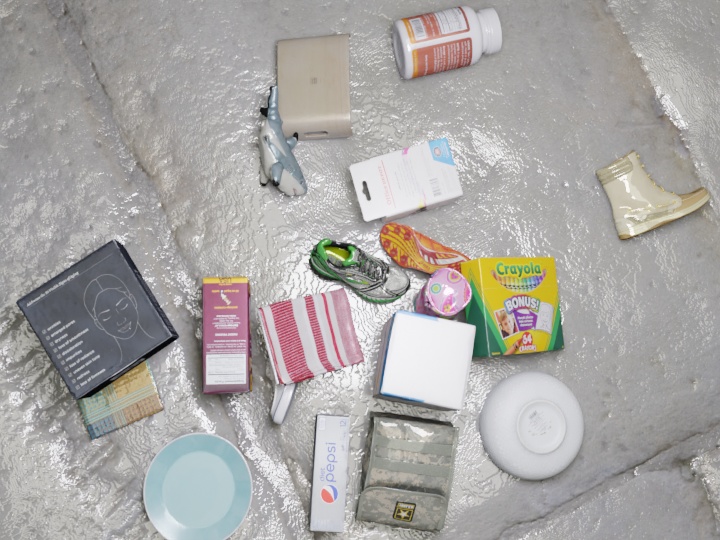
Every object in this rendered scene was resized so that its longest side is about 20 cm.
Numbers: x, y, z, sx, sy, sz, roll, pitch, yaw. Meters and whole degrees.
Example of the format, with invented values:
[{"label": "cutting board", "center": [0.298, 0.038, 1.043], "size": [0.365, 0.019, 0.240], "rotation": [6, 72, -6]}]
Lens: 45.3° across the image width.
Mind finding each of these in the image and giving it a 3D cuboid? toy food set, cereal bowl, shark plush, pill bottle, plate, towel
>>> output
[{"label": "toy food set", "center": [-0.086, -0.356, 1.668], "size": [0.140, 0.060, 0.205], "rotation": [-3, 81, 7]}, {"label": "cereal bowl", "center": [0.324, 0.288, 1.598], "size": [0.195, 0.083, 0.205], "rotation": [1, 83, -4]}, {"label": "shark plush", "center": [-0.153, -0.240, 1.630], "size": [0.082, 0.091, 0.205], "rotation": [-11, 88, -23]}, {"label": "pill bottle", "center": [0.167, -0.444, 1.667], "size": [0.196, 0.112, 0.115], "rotation": [-13, 84, -7]}, {"label": "plate", "center": [-0.292, 0.396, 1.561], "size": [0.195, 0.026, 0.205], "rotation": [1, 82, -6]}, {"label": "towel", "center": [-0.458, 0.187, 1.578], "size": [0.144, 0.022, 0.204], "rotation": [-21, 86, -7]}, {"label": "towel", "center": [-0.086, 0.117, 1.564], "size": [0.197, 0.023, 0.147], "rotation": [-11, 82, -40]}]

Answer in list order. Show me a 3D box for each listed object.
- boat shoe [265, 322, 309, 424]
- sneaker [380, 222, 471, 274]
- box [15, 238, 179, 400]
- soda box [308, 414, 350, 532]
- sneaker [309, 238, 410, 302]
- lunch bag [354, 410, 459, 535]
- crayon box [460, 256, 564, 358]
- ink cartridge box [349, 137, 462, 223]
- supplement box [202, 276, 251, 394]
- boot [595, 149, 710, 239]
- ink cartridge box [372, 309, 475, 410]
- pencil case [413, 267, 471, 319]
[{"label": "boat shoe", "center": [-0.142, 0.178, 1.585], "size": [0.064, 0.074, 0.204], "rotation": [13, 71, 0]}, {"label": "sneaker", "center": [0.124, -0.028, 1.637], "size": [0.198, 0.077, 0.074], "rotation": [30, 101, 14]}, {"label": "box", "center": [-0.456, 0.088, 1.516], "size": [0.198, 0.124, 0.199], "rotation": [-32, 89, -8]}, {"label": "soda box", "center": [-0.057, 0.364, 1.563], "size": [0.062, 0.068, 0.205], "rotation": [4, 83, -5]}, {"label": "sneaker", "center": [0.000, 0.000, 1.602], "size": [0.196, 0.085, 0.079], "rotation": [17, 69, -3]}, {"label": "lunch bag", "center": [0.081, 0.367, 1.552], "size": [0.160, 0.118, 0.205], "rotation": [9, 88, -4]}, {"label": "crayon box", "center": [0.282, 0.066, 1.591], "size": [0.197, 0.058, 0.177], "rotation": [-1, 84, -35]}, {"label": "ink cartridge box", "center": [0.083, -0.166, 1.644], "size": [0.196, 0.068, 0.118], "rotation": [-16, 84, -7]}, {"label": "supplement box", "center": [-0.240, 0.119, 1.559], "size": [0.084, 0.110, 0.205], "rotation": [-1, 83, -5]}, {"label": "boot", "center": [0.569, -0.165, 1.683], "size": [0.196, 0.073, 0.158], "rotation": [-22, 87, -2]}, {"label": "ink cartridge box", "center": [0.107, 0.165, 1.537], "size": [0.144, 0.200, 0.148], "rotation": [11, 79, -3]}, {"label": "pencil case", "center": [0.143, 0.053, 1.554], "size": [0.085, 0.200, 0.090], "rotation": [0, 80, -3]}]
